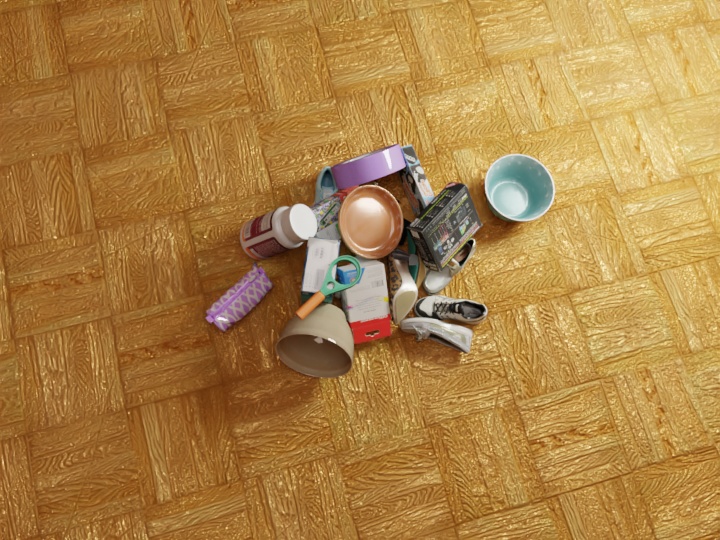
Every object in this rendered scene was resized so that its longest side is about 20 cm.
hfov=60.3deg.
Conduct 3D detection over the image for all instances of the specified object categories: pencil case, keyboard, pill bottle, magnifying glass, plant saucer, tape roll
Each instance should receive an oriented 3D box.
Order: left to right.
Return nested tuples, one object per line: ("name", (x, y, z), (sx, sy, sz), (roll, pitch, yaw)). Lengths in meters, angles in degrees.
("pencil case", (-0.321, 0.075, 1.655), (0.084, 0.086, 0.200), (42, 77, 6))
("pill bottle", (-0.216, -0.103, 1.641), (0.114, 0.200, 0.114), (18, 65, -44))
("magnifying glass", (-0.079, 0.043, 1.507), (0.080, 0.022, 0.200), (44, 77, 7))
("tape roll", (0.021, -0.287, 1.710), (0.200, 0.200, 0.066), (-20, 102, -9))
("plant saucer", (0.024, -0.130, 1.681), (0.200, 0.037, 0.201), (1, 89, -29))
("keyboard", (0.061, -0.165, 1.735), (0.200, 0.021, 0.127), (28, 76, -26))

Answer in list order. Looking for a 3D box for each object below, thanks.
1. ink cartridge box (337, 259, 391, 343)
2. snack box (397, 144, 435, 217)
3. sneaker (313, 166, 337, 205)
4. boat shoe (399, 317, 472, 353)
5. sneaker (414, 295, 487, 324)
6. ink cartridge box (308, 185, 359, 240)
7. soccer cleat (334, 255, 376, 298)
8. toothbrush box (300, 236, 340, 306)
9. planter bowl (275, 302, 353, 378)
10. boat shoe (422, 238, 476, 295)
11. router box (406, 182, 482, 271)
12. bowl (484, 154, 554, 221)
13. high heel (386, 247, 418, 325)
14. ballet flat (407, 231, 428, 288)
("ink cartridge box", (0.011, 0.083, 1.653), (0.116, 0.067, 0.200), (-11, 104, -17))
("snack box", (0.156, -0.241, 1.754), (0.037, 0.116, 0.200), (-19, 77, -12))
("sneaker", (-0.100, -0.199, 1.743), (0.074, 0.082, 0.200), (-3, 76, -4))
("boat shoe", (0.203, 0.173, 1.673), (0.202, 0.074, 0.065), (14, 70, -7))
("sneaker", (0.248, 0.100, 1.687), (0.200, 0.088, 0.076), (3, 77, -2))
("ink cartridge box", (-0.057, -0.154, 1.708), (0.200, 0.050, 0.109), (-32, 113, -24))
("soccer cleat", (0.000, 0.000, 1.708), (0.078, 0.069, 0.200), (33, 73, 2))
("toothbrush box", (-0.107, 0.012, 1.627), (0.085, 0.200, 0.147), (8, 76, -2))
("planter bowl", (-0.106, 0.169, 1.604), (0.200, 0.200, 0.135), (14, 51, 0))
("boat shoe", (0.247, -0.018, 1.727), (0.075, 0.068, 0.200), (39, 76, 7))
("router box", (0.230, -0.119, 1.672), (0.200, 0.150, 0.062), (-46, 38, -21))
("bowl", (0.441, -0.220, 1.775), (0.200, 0.105, 0.201), (1, 76, -3))
("high heel", (0.098, 0.040, 1.701), (0.071, 0.143, 0.200), (10, 96, -25))
("ballet flat", (0.166, -0.031, 1.729), (0.063, 0.069, 0.200), (9, 76, -24))
